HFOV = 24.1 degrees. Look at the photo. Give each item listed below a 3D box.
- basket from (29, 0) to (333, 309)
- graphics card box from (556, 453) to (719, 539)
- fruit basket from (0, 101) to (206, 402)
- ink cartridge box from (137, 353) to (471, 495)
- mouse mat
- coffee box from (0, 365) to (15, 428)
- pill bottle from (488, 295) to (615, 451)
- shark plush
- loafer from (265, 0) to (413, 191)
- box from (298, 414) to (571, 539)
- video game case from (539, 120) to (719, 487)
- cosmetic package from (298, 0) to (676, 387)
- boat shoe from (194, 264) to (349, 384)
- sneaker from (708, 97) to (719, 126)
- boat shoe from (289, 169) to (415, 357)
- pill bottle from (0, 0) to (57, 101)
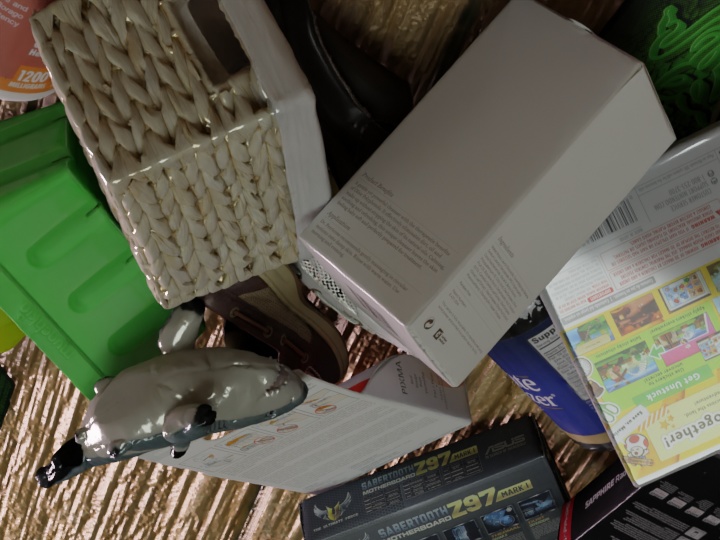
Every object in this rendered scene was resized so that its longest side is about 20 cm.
[{"bbox_3d":[-0.098,-0.080,0.974,0.122,0.136,0.200,-26,158,-7],"label":"basket"},{"bbox_3d":[0.243,0.167,1.206,0.124,0.051,0.200,25,138,-12],"label":"graphics card box"},{"bbox_3d":[-0.232,0.007,1.148,0.213,0.156,0.218,-5,125,-7],"label":"fruit basket"},{"bbox_3d":[-0.041,0.103,1.212,0.161,0.051,0.199,-29,147,31],"label":"ink cartridge box"},{"bbox_3d":[0.201,-0.094,1.066,0.160,0.008,0.200,25,131,-14],"label":"mouse mat"},{"bbox_3d":[-0.330,0.065,1.222,0.043,0.124,0.201,-15,128,19],"label":"coffee box"},{"bbox_3d":[0.127,0.021,1.114,0.111,0.113,0.200,-27,124,30],"label":"pill bottle"},{"bbox_3d":[-0.132,0.109,1.094,0.199,0.091,0.083,-38,141,18],"label":"shark plush"},{"bbox_3d":[-0.005,-0.108,1.051,0.071,0.073,0.201,-29,127,1],"label":"loafer"},{"bbox_3d":[0.071,0.211,1.317,0.198,0.051,0.159,-22,129,7],"label":"box"},{"bbox_3d":[0.216,0.011,1.014,0.198,0.023,0.184,-26,98,13],"label":"video game case"},{"bbox_3d":[0.075,-0.049,0.980,0.200,0.107,0.085,-46,142,-5],"label":"cosmetic package"},{"bbox_3d":[-0.067,0.043,1.159,0.072,0.072,0.200,30,164,26],"label":"boat shoe"},{"bbox_3d":[0.244,-0.028,1.043,0.074,0.107,0.201,10,135,-1],"label":"sneaker"},{"bbox_3d":[0.000,0.000,1.151,0.200,0.071,0.069,43,146,-21],"label":"boat shoe"},{"bbox_3d":[-0.173,-0.198,0.952,0.111,0.113,0.200,28,132,-18],"label":"pill bottle"}]
